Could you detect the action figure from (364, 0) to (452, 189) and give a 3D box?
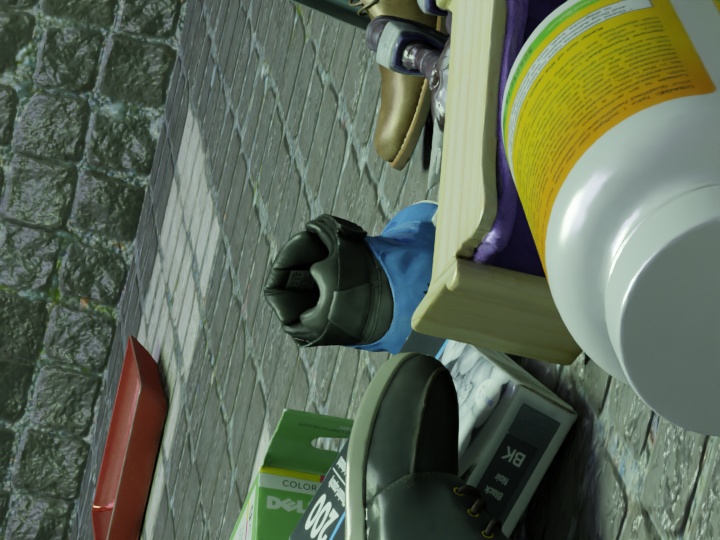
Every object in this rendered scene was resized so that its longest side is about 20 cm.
[{"bbox_3d":[0.059,-0.117,1.613,0.200,0.069,0.131,-111,40,-65],"label":"action figure"}]

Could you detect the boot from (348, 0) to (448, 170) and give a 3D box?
[{"bbox_3d":[0.020,-0.162,1.847,0.074,0.075,0.201,144,135,-73],"label":"boot"}]

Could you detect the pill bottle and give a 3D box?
[{"bbox_3d":[0.116,-0.022,1.052,0.200,0.110,0.112,-101,24,-65],"label":"pill bottle"}]

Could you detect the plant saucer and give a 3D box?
[{"bbox_3d":[-0.233,0.186,2.985,0.200,0.036,0.201,-118,41,-75],"label":"plant saucer"}]

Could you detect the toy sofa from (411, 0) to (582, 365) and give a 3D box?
[{"bbox_3d":[0.082,-0.066,1.369,0.098,0.082,0.201,126,154,-56],"label":"toy sofa"}]

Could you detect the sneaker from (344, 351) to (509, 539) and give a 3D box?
[{"bbox_3d":[0.051,0.123,1.292,0.075,0.106,0.201,56,-147,-50],"label":"sneaker"}]

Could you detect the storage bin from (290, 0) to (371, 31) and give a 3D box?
[{"bbox_3d":[-0.024,-0.250,2.042,0.200,0.145,0.135,-135,67,-78],"label":"storage bin"}]

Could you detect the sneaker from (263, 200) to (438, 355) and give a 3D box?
[{"bbox_3d":[0.000,-0.001,1.672,0.200,0.111,0.077,-110,32,-71],"label":"sneaker"}]

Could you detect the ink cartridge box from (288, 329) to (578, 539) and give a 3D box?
[{"bbox_3d":[0.020,0.128,1.449,0.201,0.043,0.198,-62,15,3],"label":"ink cartridge box"}]

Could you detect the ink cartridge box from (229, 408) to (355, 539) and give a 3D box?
[{"bbox_3d":[-0.018,0.164,1.622,0.200,0.103,0.060,113,164,-48],"label":"ink cartridge box"}]
